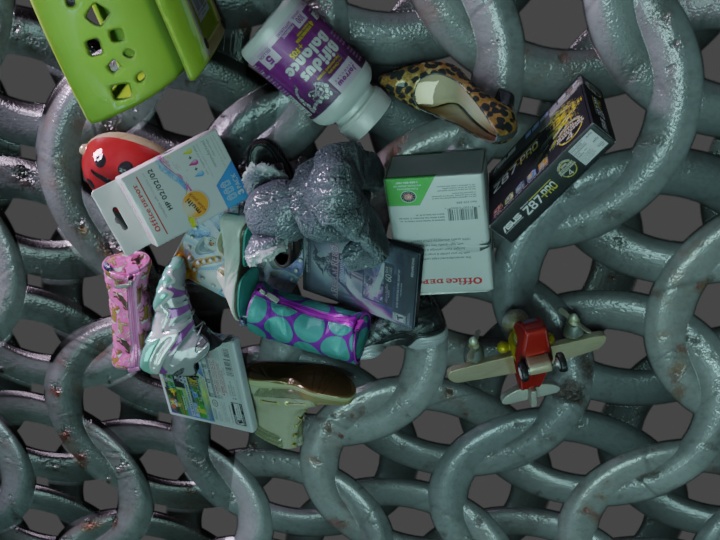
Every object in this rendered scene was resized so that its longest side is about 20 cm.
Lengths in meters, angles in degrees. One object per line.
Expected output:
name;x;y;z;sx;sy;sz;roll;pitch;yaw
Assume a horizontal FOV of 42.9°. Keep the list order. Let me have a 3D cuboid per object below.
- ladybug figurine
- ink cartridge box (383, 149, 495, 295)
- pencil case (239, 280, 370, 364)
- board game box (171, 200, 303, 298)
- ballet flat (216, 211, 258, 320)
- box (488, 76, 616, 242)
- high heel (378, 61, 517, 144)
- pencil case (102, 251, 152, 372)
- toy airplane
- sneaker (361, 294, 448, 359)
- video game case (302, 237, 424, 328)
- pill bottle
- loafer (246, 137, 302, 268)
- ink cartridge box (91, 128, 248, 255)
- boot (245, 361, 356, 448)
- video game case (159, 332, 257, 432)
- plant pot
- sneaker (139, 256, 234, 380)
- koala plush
ladybug figurine;-0.348;-0.136;1.423;0.200;0.072;0.136;27;123;-7
ink cartridge box;0.123;-0.070;1.376;0.146;0.084;0.200;-2;122;12
pencil case;-0.084;0.081;1.450;0.200;0.085;0.093;15;144;16
board game box;-0.191;-0.025;1.493;0.200;0.026;0.200;28;122;-8
ballet flat;-0.197;-0.011;1.453;0.069;0.070;0.200;10;128;3
box;0.256;-0.153;1.256;0.049;0.161;0.200;34;122;-13
high heel;0.116;-0.226;1.245;0.199;0.143;0.072;12;123;2
pencil case;-0.384;0.069;1.536;0.083;0.087;0.200;13;118;21
toy airplane;0.265;0.131;1.464;0.200;0.141;0.199;10;145;-41
sneaker;0.037;0.075;1.490;0.199;0.076;0.114;-8;119;9
video game case;0.000;0.000;1.411;0.200;0.019;0.143;18;129;20
pill bottle;-0.056;-0.273;1.264;0.200;0.112;0.112;40;120;-15
loafer;-0.129;-0.100;1.394;0.072;0.063;0.200;-10;108;6
ink cartridge box;-0.281;-0.113;1.357;0.200;0.068;0.115;-31;106;-15
boot;-0.102;0.245;1.618;0.199;0.072;0.155;6;122;14
video game case;-0.278;0.188;1.616;0.182;0.022;0.200;8;124;24
plant pot;-0.295;-0.337;1.220;0.181;0.200;0.199;-15;118;10
sneaker;-0.273;0.083;1.504;0.140;0.078;0.200;14;103;-8
koala plush;-0.080;-0.093;1.302;0.199;0.178;0.184;-8;165;18
